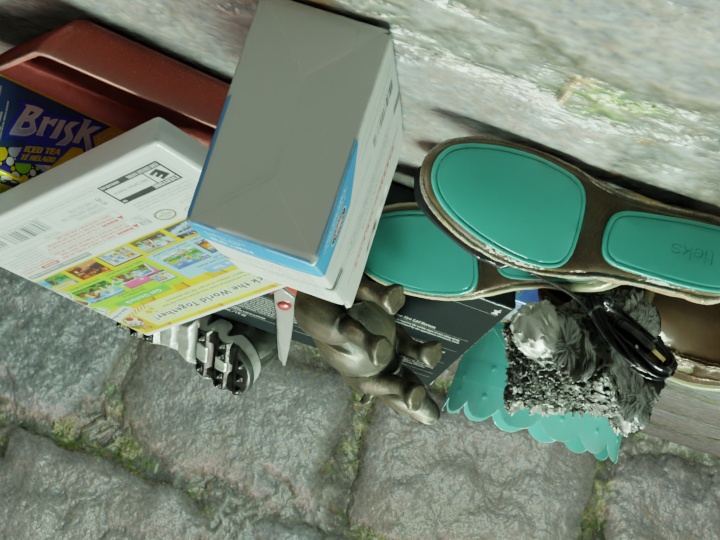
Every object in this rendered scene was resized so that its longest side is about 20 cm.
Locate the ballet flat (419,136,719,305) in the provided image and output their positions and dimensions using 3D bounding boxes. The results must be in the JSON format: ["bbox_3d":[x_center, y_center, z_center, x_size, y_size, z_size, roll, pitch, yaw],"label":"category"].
[{"bbox_3d":[0.124,-0.024,0.723,0.200,0.068,0.067,20,180,-7],"label":"ballet flat"}]

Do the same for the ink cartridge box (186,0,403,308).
[{"bbox_3d":[-0.026,-0.051,0.663,0.067,0.116,0.200,17,173,6],"label":"ink cartridge box"}]

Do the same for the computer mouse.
[{"bbox_3d":[0.115,-0.005,0.767,0.200,0.034,0.059,38,-153,6],"label":"computer mouse"}]

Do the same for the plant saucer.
[{"bbox_3d":[-0.140,-0.110,0.830,0.199,0.037,0.200,21,172,-28],"label":"plant saucer"}]

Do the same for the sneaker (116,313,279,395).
[{"bbox_3d":[-0.141,0.024,1.030,0.200,0.067,0.090,31,-137,22],"label":"sneaker"}]

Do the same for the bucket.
[{"bbox_3d":[0.198,0.114,1.348,0.207,0.135,0.207,17,173,2],"label":"bucket"}]

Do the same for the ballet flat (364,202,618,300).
[{"bbox_3d":[0.091,-0.014,0.849,0.200,0.070,0.069,5,169,26],"label":"ballet flat"}]

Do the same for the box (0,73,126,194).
[{"bbox_3d":[-0.211,-0.073,0.840,0.070,0.064,0.200,-8,156,44],"label":"box"}]

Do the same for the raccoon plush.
[{"bbox_3d":[0.124,0.048,0.881,0.134,0.097,0.200,-1,153,40],"label":"raccoon plush"}]

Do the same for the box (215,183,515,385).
[{"bbox_3d":[0.000,0.000,0.958,0.200,0.079,0.141,20,146,-17],"label":"box"}]

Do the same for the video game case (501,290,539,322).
[{"bbox_3d":[0.099,0.006,1.117,0.200,0.046,0.181,19,174,-9],"label":"video game case"}]

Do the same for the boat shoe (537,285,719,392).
[{"bbox_3d":[0.221,0.038,0.936,0.202,0.075,0.075,14,167,30],"label":"boat shoe"}]

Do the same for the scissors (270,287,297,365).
[{"bbox_3d":[-0.049,0.018,0.916,0.073,0.014,0.200,-2,143,12],"label":"scissors"}]

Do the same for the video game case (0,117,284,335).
[{"bbox_3d":[-0.138,-0.020,0.830,0.200,0.023,0.182,-20,145,33],"label":"video game case"}]

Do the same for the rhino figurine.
[{"bbox_3d":[0.013,0.062,0.915,0.087,0.060,0.200,21,158,32],"label":"rhino figurine"}]
